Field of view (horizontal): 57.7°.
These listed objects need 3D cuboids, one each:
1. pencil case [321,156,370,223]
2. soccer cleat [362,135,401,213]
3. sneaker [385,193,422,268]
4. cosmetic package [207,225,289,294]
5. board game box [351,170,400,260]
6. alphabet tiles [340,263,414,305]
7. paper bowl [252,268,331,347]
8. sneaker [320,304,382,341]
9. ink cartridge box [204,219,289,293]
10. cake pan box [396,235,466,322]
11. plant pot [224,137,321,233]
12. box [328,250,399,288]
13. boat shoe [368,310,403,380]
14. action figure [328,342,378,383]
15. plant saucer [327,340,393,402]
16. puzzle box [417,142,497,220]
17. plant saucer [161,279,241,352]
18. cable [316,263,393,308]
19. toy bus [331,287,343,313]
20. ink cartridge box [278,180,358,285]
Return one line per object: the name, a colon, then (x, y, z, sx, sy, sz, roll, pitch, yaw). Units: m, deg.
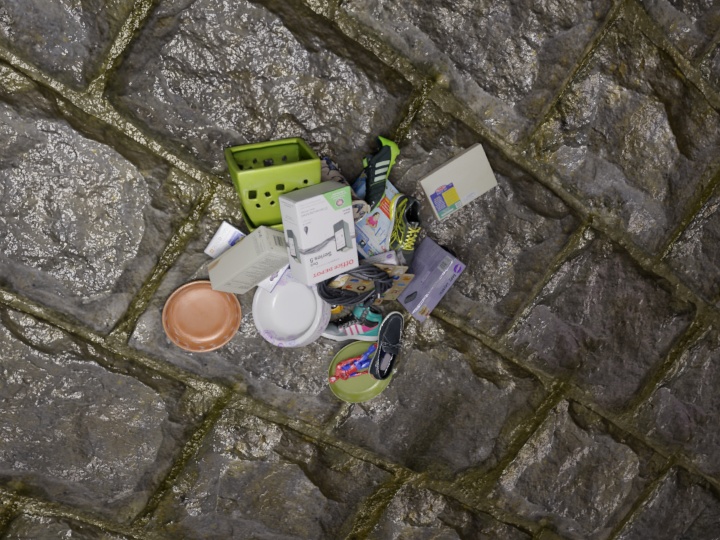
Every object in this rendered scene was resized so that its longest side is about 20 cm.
pencil case: (-0.055, -0.194, 1.606, 0.089, 0.200, 0.078, -29, 144, -10)
soccer cleat: (0.035, -0.239, 1.631, 0.081, 0.067, 0.200, 25, 74, -22)
sneaker: (0.114, -0.097, 1.675, 0.074, 0.085, 0.201, -6, 97, -31)
cosmetic package: (-0.257, -0.022, 1.547, 0.200, 0.071, 0.105, -30, 155, 29)
board game box: (0.033, -0.129, 1.705, 0.200, 0.056, 0.196, 46, 70, -27)
alphabet tiles: (0.039, 0.038, 1.687, 0.166, 0.006, 0.200, 5, 148, -20)
paper bowl: (-0.171, 0.100, 1.698, 0.201, 0.201, 0.104, -53, 159, 6)
sneaker: (-0.022, 0.131, 1.802, 0.199, 0.084, 0.121, 3, 114, -28)
ink cartridge box: (-0.285, -0.035, 1.656, 0.200, 0.037, 0.095, 33, 96, -10)
cake pan box: (0.176, 0.016, 1.772, 0.052, 0.184, 0.200, 33, 96, -30)
plant pot: (-0.204, -0.196, 1.563, 0.198, 0.200, 0.182, -12, 120, -14)
box: (0.000, 0.000, 1.669, 0.199, 0.039, 0.041, -15, 127, 14)
boat shoe: (0.079, 0.211, 1.806, 0.074, 0.062, 0.201, 20, 88, -25)
action figure: (-0.001, 0.263, 1.849, 0.200, 0.052, 0.066, -29, 120, -5)
plant saucer: (-0.002, 0.288, 1.899, 0.199, 0.031, 0.201, -6, 110, -17)
puzzle box: (0.267, -0.243, 1.793, 0.200, 0.025, 0.133, -32, 117, -5)
plant saucer: (-0.410, 0.115, 1.694, 0.200, 0.037, 0.201, -6, 111, -15)
cable: (-0.012, 0.038, 1.618, 0.163, 0.051, 0.200, -28, 144, 31)
toy bus: (-0.064, 0.012, 1.756, 0.078, 0.065, 0.201, -11, 112, -16)
ink cartridge box: (-0.092, -0.086, 1.482, 0.145, 0.084, 0.201, -22, 118, -29)
